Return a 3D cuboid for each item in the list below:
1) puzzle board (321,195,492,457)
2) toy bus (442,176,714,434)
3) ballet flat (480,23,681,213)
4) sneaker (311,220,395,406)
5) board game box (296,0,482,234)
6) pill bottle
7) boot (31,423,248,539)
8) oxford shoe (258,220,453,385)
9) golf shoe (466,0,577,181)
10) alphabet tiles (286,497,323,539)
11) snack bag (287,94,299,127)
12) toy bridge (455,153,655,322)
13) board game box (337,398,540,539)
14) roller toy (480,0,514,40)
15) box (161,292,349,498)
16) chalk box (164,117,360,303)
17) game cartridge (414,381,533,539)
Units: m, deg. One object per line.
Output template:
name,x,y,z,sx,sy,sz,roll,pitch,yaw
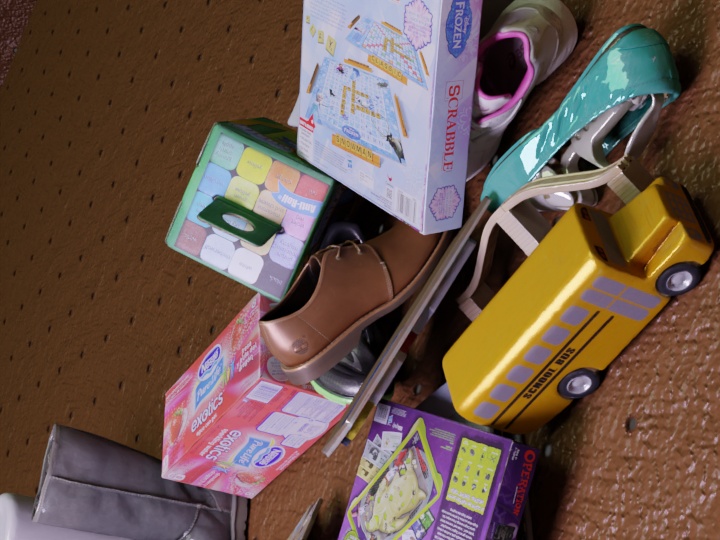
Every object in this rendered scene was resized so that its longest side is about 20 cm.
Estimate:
puzzle board,0.036,0.048,1.088,0.201,0.017,0.151,-58,-1,-17
toy bus,0.142,0.023,0.954,0.200,0.078,0.065,-53,32,33
ballet flat,0.156,-0.085,1.019,0.200,0.067,0.071,-51,53,39
sneaker,-0.013,0.035,1.225,0.201,0.076,0.084,-104,12,-45
board game box,0.018,-0.157,1.140,0.200,0.041,0.201,36,129,49
pill bottle,-0.282,0.301,1.449,0.114,0.199,0.115,-40,41,46
boot,-0.208,0.244,1.343,0.073,0.199,0.183,-45,37,42
oxford shoe,0.000,0.000,1.152,0.200,0.071,0.071,-44,21,-21
golf shoe,0.088,-0.132,1.130,0.200,0.075,0.092,-55,-7,31
alphabet tiles,-0.091,0.290,1.222,0.200,0.006,0.167,-58,2,25
snack bag,-0.009,-0.229,1.464,0.200,0.021,0.190,24,96,63
toy bridge,0.126,-0.024,1.024,0.200,0.067,0.027,-42,2,45
board game box,0.050,0.165,1.021,0.200,0.032,0.121,9,78,64
roller toy,0.054,-0.279,1.245,0.201,0.139,0.183,-61,28,21
box,-0.097,0.120,1.324,0.200,0.102,0.095,-46,36,43
chalk box,-0.086,-0.058,1.292,0.124,0.124,0.200,-65,-7,12
game cartridge,0.070,0.179,1.042,0.133,0.040,0.201,-40,40,41
